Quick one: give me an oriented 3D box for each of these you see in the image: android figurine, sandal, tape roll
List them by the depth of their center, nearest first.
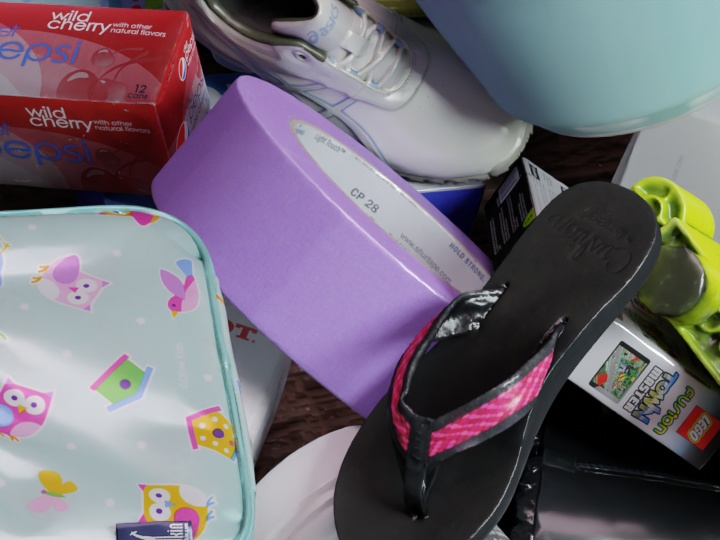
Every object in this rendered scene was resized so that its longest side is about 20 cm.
[{"bbox_3d":[0.050,0.039,1.081,0.075,0.045,0.200,27,75,31],"label":"sandal"},{"bbox_3d":[0.182,0.038,1.182,0.182,0.041,0.200,54,14,20],"label":"android figurine"},{"bbox_3d":[0.000,0.000,1.210,0.200,0.066,0.200,39,10,-8],"label":"tape roll"}]

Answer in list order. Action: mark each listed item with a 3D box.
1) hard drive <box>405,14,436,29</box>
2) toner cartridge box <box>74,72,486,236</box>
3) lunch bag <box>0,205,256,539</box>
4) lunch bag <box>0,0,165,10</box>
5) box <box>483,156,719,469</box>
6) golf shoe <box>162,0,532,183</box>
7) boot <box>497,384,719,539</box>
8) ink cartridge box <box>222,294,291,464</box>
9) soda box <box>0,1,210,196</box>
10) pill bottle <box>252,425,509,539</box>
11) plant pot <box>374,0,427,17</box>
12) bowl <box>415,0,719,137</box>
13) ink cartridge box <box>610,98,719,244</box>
[{"bbox_3d":[0.044,-0.145,1.425,0.199,0.033,0.140,-3,25,-17],"label":"hard drive"},{"bbox_3d":[-0.045,-0.055,1.344,0.199,0.043,0.095,-6,51,-20],"label":"toner cartridge box"},{"bbox_3d":[-0.129,0.066,1.068,0.159,0.077,0.201,0,49,-14],"label":"lunch bag"},{"bbox_3d":[-0.162,-0.178,1.319,0.160,0.201,0.083,-6,53,-10],"label":"lunch bag"},{"bbox_3d":[0.115,0.015,1.238,0.110,0.035,0.200,35,14,-10],"label":"box"},{"bbox_3d":[-0.008,-0.103,1.283,0.199,0.097,0.079,26,88,0],"label":"golf shoe"},{"bbox_3d":[0.142,0.140,1.191,0.161,0.074,0.199,15,39,-4],"label":"boot"},{"bbox_3d":[-0.127,0.091,1.159,0.145,0.084,0.201,19,47,3],"label":"ink cartridge box"},{"bbox_3d":[-0.177,-0.087,1.280,0.199,0.070,0.064,5,51,14],"label":"soda box"},{"bbox_3d":[0.033,0.167,1.108,0.116,0.117,0.200,-22,56,-30],"label":"pill bottle"},{"bbox_3d":[0.002,-0.254,1.387,0.199,0.191,0.200,3,24,-1],"label":"plant pot"},{"bbox_3d":[0.121,-0.136,1.254,0.200,0.106,0.201,-16,27,9],"label":"bowl"},{"bbox_3d":[0.239,-0.055,1.328,0.199,0.085,0.146,23,38,6],"label":"ink cartridge box"}]
